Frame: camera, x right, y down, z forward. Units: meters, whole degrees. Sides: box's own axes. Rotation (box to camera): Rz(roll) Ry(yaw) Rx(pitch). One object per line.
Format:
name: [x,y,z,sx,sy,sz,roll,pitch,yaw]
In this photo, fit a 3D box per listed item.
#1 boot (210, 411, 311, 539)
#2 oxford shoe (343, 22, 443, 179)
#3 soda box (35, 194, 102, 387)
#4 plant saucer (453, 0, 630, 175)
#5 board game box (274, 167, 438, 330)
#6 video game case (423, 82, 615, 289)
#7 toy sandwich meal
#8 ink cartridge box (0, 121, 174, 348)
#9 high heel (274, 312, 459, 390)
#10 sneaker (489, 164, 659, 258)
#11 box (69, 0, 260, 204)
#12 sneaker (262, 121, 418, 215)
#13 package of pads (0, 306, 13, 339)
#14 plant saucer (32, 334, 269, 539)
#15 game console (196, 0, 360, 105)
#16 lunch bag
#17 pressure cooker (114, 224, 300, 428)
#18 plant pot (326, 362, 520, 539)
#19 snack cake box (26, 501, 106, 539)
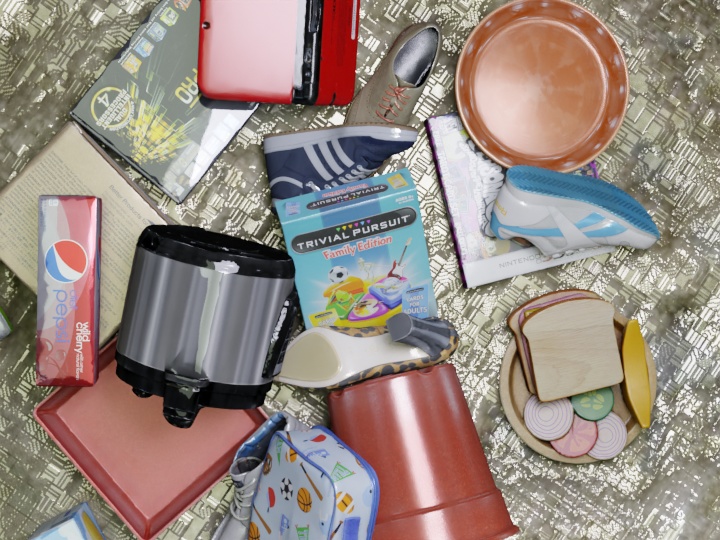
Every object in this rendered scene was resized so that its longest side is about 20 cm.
boot: [-0.125,0.246,1.674,0.201,0.073,0.096,-54,137,-9]
oxford shoe: [0.031,-0.193,1.698,0.070,0.075,0.201,25,89,-5]
soda box: [-0.309,0.021,1.606,0.063,0.070,0.202,1,92,-5]
plant saucer: [0.202,-0.205,1.698,0.198,0.032,0.202,0,88,-5]
board game box: [0.000,0.000,1.661,0.150,0.047,0.201,-15,126,-4]
video game case: [0.182,-0.097,1.729,0.180,0.036,0.202,-13,91,-5]
toy sandwich meal: [0.251,0.121,1.718,0.203,0.070,0.207,0,90,-4]
ink cartridge box: [-0.306,-0.036,1.677,0.165,0.075,0.200,-44,93,-3]
high heel: [0.007,0.098,1.674,0.199,0.142,0.072,-19,71,26]
sneaker: [0.238,-0.056,1.685,0.198,0.077,0.081,14,123,-17]
box: [-0.203,-0.200,1.696,0.161,0.049,0.200,40,87,-6]
sneaker: [-0.021,-0.103,1.661,0.199,0.070,0.110,-3,87,35]
package of pads: [-0.501,0.022,1.668,0.154,0.068,0.201,-31,92,-4]
plant saucer: [-0.230,0.168,1.703,0.200,0.037,0.200,-41,93,-2]
game console: [-0.084,-0.286,1.662,0.118,0.172,0.202,8,99,23]
lunch bag: [-0.049,0.277,1.592,0.075,0.160,0.202,-3,111,-35]
pressure cooker: [-0.166,0.064,1.584,0.175,0.178,0.202,6,99,-48]
plant pot: [0.054,0.213,1.654,0.199,0.201,0.197,-14,83,-4]
snack cake box: [-0.291,0.365,1.661,0.067,0.115,0.201,-27,92,-4]
